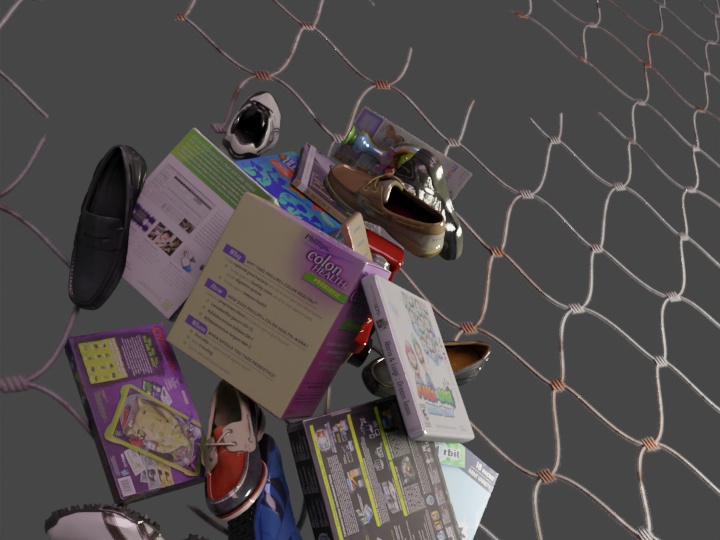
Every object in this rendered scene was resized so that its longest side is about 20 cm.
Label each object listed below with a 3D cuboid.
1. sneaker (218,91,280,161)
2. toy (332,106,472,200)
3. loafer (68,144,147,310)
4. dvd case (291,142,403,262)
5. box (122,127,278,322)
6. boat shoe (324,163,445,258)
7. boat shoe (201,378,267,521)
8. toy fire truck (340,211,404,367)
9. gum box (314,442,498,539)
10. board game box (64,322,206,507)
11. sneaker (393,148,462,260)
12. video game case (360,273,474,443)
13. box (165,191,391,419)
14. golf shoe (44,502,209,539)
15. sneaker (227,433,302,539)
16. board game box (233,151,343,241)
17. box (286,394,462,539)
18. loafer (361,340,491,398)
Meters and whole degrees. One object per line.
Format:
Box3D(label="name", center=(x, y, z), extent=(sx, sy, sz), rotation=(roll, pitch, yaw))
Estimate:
Box3D(label="sneaker", center=(-0.154, -0.216, 1.314), extent=(0.075, 0.088, 0.200), rotation=(25, 45, -10))
Box3D(label="toy", center=(0.059, -0.156, 1.379), extent=(0.200, 0.115, 0.047), rotation=(33, 40, -5))
Box3D(label="loafer", center=(-0.308, -0.053, 1.045), extent=(0.068, 0.070, 0.202), rotation=(14, 83, 6))
Box3D(label="dvd case", center=(-0.014, -0.100, 1.303), extent=(0.200, 0.016, 0.149), rotation=(37, 24, -16))
Box3D(label="box", center=(-0.220, -0.057, 1.097), extent=(0.144, 0.036, 0.200), rotation=(42, 86, 6))
Box3D(label="boat shoe", center=(0.038, -0.099, 1.223), extent=(0.200, 0.067, 0.074), rotation=(34, 48, 16))
Box3D(label="boat shoe", center=(-0.143, 0.192, 0.968), extent=(0.200, 0.071, 0.063), rotation=(-94, 158, -64))
Box3D(label="toy fire truck", center=(0.000, 0.000, 1.160), extent=(0.128, 0.200, 0.176), rotation=(29, 45, -10))
Box3D(label="gum box", center=(0.059, 0.280, 1.034), extent=(0.170, 0.045, 0.200), rotation=(40, 57, -15))
Box3D(label="board game box", center=(-0.250, 0.158, 1.001), extent=(0.120, 0.032, 0.201), rotation=(-9, 62, -34))
Box3D(label="sneaker", center=(0.087, -0.077, 1.336), extent=(0.114, 0.200, 0.076), rotation=(-35, 44, -12))
Box3D(label="video game case", center=(0.069, 0.107, 1.012), extent=(0.200, 0.024, 0.183), rotation=(27, 43, -65))
Box3D(label="box", center=(-0.095, 0.042, 1.029), extent=(0.175, 0.201, 0.097), rotation=(30, 4, 20))
Box3D(label="golf shoe", center=(-0.223, 0.298, 0.873), extent=(0.199, 0.078, 0.095), rotation=(23, 47, -13))
Box3D(label="sneaker", center=(-0.101, 0.282, 0.980), extent=(0.078, 0.066, 0.201), rotation=(31, 40, -35))
Box3D(label="board game box", center=(-0.097, -0.095, 1.236), extent=(0.152, 0.045, 0.200), rotation=(45, 23, 6))
Box3D(label="box", center=(0.019, 0.246, 0.967), extent=(0.160, 0.044, 0.201), rotation=(-11, 79, -33))
Box3D(label="loafer", center=(0.092, 0.126, 1.210), extent=(0.199, 0.072, 0.073), rotation=(-9, 62, -36))
